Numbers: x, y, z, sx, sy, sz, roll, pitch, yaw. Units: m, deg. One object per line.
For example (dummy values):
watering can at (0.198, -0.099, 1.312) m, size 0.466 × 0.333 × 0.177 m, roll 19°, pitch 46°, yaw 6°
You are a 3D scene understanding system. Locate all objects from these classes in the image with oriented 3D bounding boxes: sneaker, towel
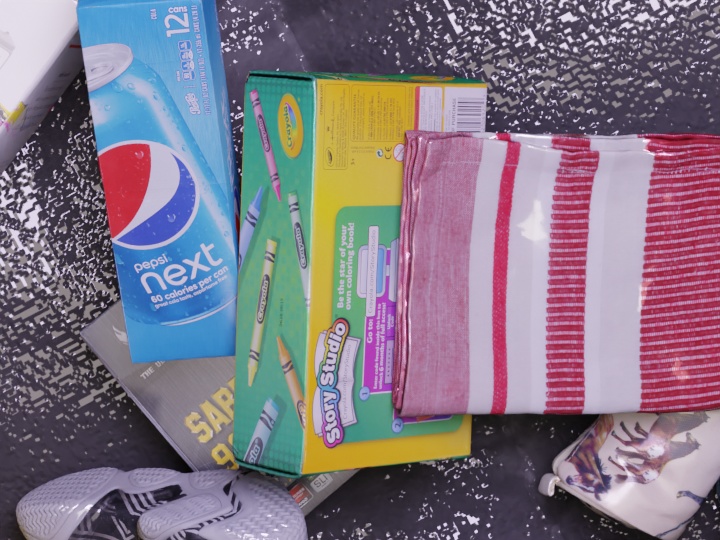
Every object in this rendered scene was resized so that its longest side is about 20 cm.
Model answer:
sneaker at (-0.097, 0.170, 1.295) m, size 0.200 × 0.075 × 0.115 m, roll 0°, pitch 109°, yaw 42°
towel at (0.115, 0.002, 1.221) m, size 0.199 × 0.023 × 0.144 m, roll 0°, pitch 97°, yaw -14°

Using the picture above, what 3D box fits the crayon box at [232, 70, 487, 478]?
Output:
crayon box at (0.000, 0.000, 1.231) m, size 0.119 × 0.058 × 0.201 m, roll -2°, pitch 97°, yaw -41°

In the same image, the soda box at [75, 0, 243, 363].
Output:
soda box at (-0.097, -0.056, 1.222) m, size 0.064 × 0.068 × 0.200 m, roll -5°, pitch 118°, yaw 3°

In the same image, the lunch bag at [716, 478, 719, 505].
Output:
lunch bag at (0.302, 0.128, 1.304) m, size 0.200 × 0.082 × 0.161 m, roll 36°, pitch 99°, yaw -1°

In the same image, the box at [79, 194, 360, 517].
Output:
box at (-0.027, 0.028, 1.320) m, size 0.200 × 0.048 × 0.158 m, roll -40°, pitch 94°, yaw 5°

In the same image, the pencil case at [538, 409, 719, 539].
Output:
pencil case at (0.178, 0.053, 1.300) m, size 0.089 × 0.078 × 0.200 m, roll 30°, pitch 96°, yaw 2°

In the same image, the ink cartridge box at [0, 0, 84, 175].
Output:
ink cartridge box at (-0.193, -0.111, 1.277) m, size 0.067 × 0.116 × 0.200 m, roll 38°, pitch 95°, yaw -2°
